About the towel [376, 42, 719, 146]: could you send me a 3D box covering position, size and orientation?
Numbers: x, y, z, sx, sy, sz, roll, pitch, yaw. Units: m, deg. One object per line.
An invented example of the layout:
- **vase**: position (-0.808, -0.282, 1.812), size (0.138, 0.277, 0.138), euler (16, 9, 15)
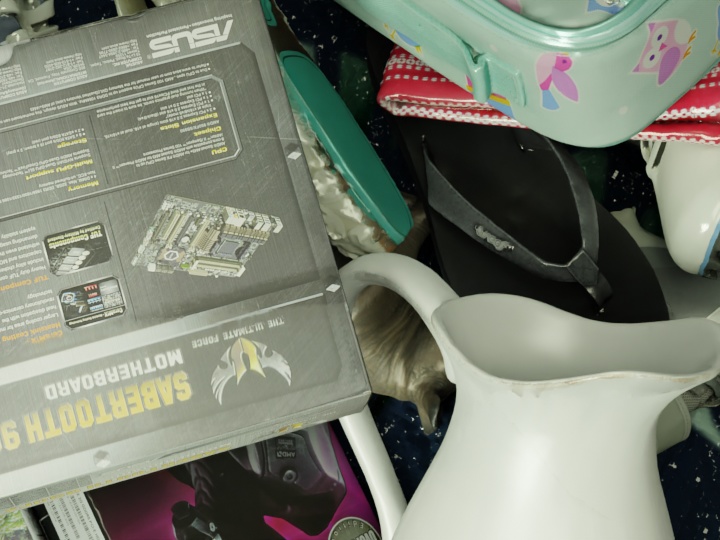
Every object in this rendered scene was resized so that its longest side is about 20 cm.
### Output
- **towel**: position (0.097, -0.132, 0.843), size (0.143, 0.023, 0.201), euler (6, 48, 15)

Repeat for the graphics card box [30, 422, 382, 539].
- **graphics card box**: position (-0.042, 0.138, 0.813), size (0.125, 0.051, 0.201), euler (-20, 80, -39)

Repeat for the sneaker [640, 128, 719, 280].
- **sneaker**: position (0.133, -0.072, 0.840), size (0.072, 0.072, 0.201), euler (14, 42, -5)

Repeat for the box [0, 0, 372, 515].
- **box**: position (-0.110, -0.001, 0.726), size (0.198, 0.048, 0.160), euler (-16, 80, -8)

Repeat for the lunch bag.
- **lunch bag**: position (0.068, -0.143, 0.788), size (0.160, 0.077, 0.199), euler (-39, 54, -23)

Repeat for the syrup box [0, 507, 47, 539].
- **syrup box**: position (-0.163, 0.121, 0.818), size (0.078, 0.081, 0.201), euler (-26, 84, -5)

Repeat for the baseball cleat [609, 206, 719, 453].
- **baseball cleat**: position (0.153, 0.038, 0.849), size (0.198, 0.070, 0.107), euler (13, 64, -2)

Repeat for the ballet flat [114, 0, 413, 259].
- **ballet flat**: position (-0.051, -0.080, 0.816), size (0.071, 0.072, 0.201), euler (-29, 81, -8)

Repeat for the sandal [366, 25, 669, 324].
- **sandal**: position (0.056, -0.034, 0.812), size (0.076, 0.043, 0.201), euler (-26, 66, -11)

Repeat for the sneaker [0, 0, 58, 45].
- **sneaker**: position (-0.128, -0.077, 0.835), size (0.145, 0.081, 0.202), euler (8, 90, 17)

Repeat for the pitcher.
- **pitcher**: position (0.046, 0.102, 0.762), size (0.171, 0.121, 0.202), euler (21, 115, 38)

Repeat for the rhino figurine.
- **rhino figurine**: position (0.000, 0.000, 0.860), size (0.200, 0.060, 0.087), euler (43, 77, 2)
